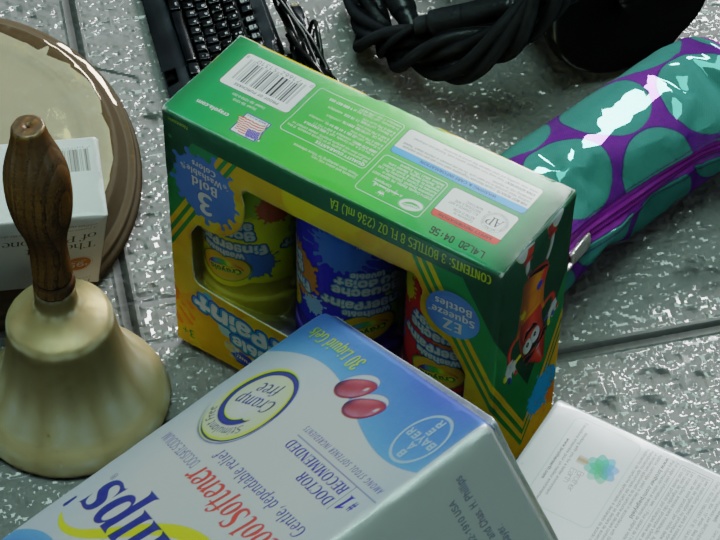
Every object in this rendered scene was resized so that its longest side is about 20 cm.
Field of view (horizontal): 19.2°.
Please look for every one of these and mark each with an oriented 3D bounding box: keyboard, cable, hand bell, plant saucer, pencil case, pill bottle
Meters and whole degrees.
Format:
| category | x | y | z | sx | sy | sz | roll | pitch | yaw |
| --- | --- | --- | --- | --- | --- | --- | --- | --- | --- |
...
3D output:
| category | x | y | z | sx | sy | sz | roll | pitch | yaw |
| --- | --- | --- | --- | --- | --- | --- | --- | --- | --- |
| keyboard | -0.069 | -0.134 | 1.277 | 0.103 | 0.040 | 0.201 | -13 | 50 | -10 |
| cable | 0.057 | -0.190 | 1.245 | 0.051 | 0.164 | 0.200 | 19 | 7 | -43 |
| hand bell | -0.154 | 0.001 | 1.047 | 0.103 | 0.201 | 0.105 | -1 | 48 | 1 |
| plant saucer | -0.219 | -0.061 | 1.179 | 0.198 | 0.030 | 0.202 | 4 | 64 | -9 |
| pencil case | 0.135 | -0.050 | 1.167 | 0.199 | 0.086 | 0.092 | -35 | 40 | -26 |
| pill bottle | 0.124 | -0.224 | 1.306 | 0.111 | 0.112 | 0.201 | -17 | 50 | -14 |

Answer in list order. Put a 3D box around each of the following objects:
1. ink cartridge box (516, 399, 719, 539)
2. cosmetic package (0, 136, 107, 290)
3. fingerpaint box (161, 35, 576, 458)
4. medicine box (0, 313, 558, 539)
| category | x | y | z | sx | sy | sz | roll | pitch | yaw |
| --- | --- | --- | --- | --- | --- | --- | --- | --- | --- |
| ink cartridge box | 0.144 | 0.165 | 0.977 | 0.199 | 0.077 | 0.137 | 23 | 52 | 23 |
| cosmetic package | -0.233 | -0.021 | 1.095 | 0.198 | 0.083 | 0.051 | -6 | 68 | -13 |
| fingerpaint box | 0.000 | 0.000 | 1.068 | 0.199 | 0.168 | 0.073 | 27 | 51 | 22 |
| medicine box | -0.037 | 0.133 | 0.918 | 0.199 | 0.103 | 0.182 | -35 | 24 | -12 |
